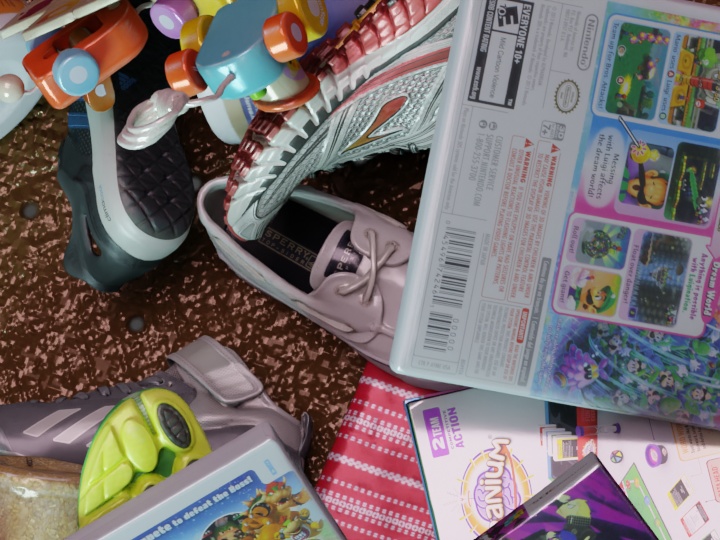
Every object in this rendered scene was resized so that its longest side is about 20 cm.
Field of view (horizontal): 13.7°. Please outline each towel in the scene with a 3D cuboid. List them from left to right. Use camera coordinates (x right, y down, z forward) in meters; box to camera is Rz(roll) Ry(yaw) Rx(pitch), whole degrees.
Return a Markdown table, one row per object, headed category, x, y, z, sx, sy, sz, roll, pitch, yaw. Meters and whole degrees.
| category | x | y | z | sx | sy | sz | roll | pitch | yaw |
| --- | --- | --- | --- | --- | --- | --- | --- | --- | --- |
| towel | 0.053 | 0.103 | 1.530 | 0.144 | 0.022 | 0.200 | 18 | 77 | 19 |

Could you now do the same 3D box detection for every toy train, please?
| category | x | y | z | sx | sy | sz | roll | pitch | yaw |
| --- | --- | --- | --- | --- | --- | --- | --- | --- | --- |
| toy train | -0.089 | -0.099 | 1.473 | 0.150 | 0.056 | 0.200 | -38 | 28 | -9 |

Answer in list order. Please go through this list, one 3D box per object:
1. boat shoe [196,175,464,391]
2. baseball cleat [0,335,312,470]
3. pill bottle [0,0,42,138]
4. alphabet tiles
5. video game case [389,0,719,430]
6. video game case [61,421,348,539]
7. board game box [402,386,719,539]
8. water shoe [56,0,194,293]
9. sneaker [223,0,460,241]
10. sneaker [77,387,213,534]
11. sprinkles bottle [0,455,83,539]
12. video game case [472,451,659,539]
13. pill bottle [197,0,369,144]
| category | x | y | z | sx | sy | sz | roll | pitch | yaw |
| --- | --- | --- | --- | --- | --- | --- | --- | --- | --- |
| boat shoe | 0.000 | 0.000 | 1.534 | 0.200 | 0.066 | 0.072 | 30 | 84 | 31 |
| baseball cleat | -0.124 | 0.080 | 1.561 | 0.200 | 0.070 | 0.107 | 13 | 69 | 7 |
| pill bottle | -0.263 | -0.162 | 1.641 | 0.112 | 0.112 | 0.200 | -37 | 68 | -1 |
| alphabet tiles | -0.089 | -0.173 | 1.533 | 0.200 | 0.166 | 0.006 | -21 | 108 | 29 |
| video game case | 0.120 | -0.034 | 1.429 | 0.182 | 0.024 | 0.200 | 10 | 95 | -10 |
| video game case | -0.059 | 0.179 | 1.448 | 0.143 | 0.200 | 0.018 | -30 | 35 | 2 |
| board game box | 0.134 | 0.116 | 1.476 | 0.200 | 0.040 | 0.153 | -13 | 75 | 2 |
| water shoe | -0.139 | -0.081 | 1.605 | 0.079 | 0.071 | 0.200 | -41 | 40 | 36 |
| sneaker | 0.009 | -0.080 | 1.488 | 0.200 | 0.078 | 0.082 | -41 | 105 | 18 |
| sneaker | -0.105 | 0.137 | 1.471 | 0.074 | 0.200 | 0.084 | -15 | 37 | -14 |
| sprinkles bottle | -0.169 | 0.196 | 1.494 | 0.068 | 0.068 | 0.200 | 8 | 93 | 15 |
| video game case | 0.098 | 0.219 | 1.424 | 0.181 | 0.036 | 0.200 | -36 | 96 | 2 |
| pill bottle | 0.015 | -0.135 | 1.569 | 0.200 | 0.111 | 0.111 | -9 | 70 | 10 |
